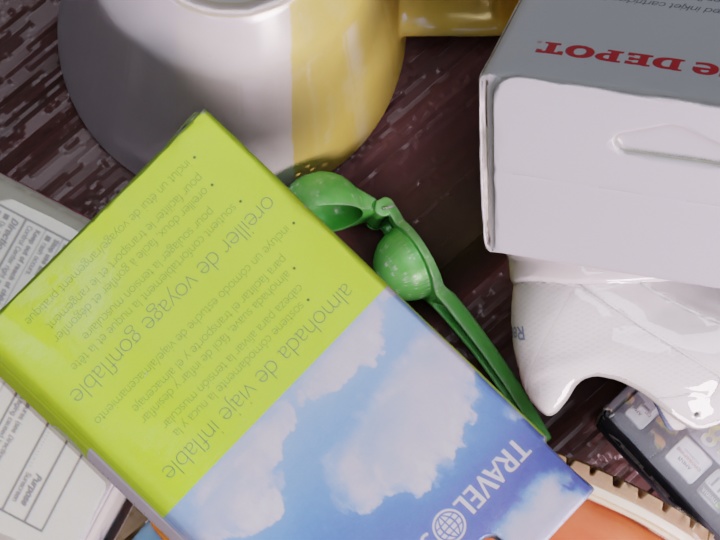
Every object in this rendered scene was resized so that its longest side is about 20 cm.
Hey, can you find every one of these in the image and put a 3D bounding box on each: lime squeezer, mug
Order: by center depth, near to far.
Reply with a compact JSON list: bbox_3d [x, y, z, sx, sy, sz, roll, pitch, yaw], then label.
[{"bbox_3d":[-0.037,-0.127,1.015,0.186,0.153,0.150,-32,81,-9],"label":"mug"},{"bbox_3d":[0.000,0.000,1.040,0.199,0.038,0.071,26,52,-4],"label":"lime squeezer"}]

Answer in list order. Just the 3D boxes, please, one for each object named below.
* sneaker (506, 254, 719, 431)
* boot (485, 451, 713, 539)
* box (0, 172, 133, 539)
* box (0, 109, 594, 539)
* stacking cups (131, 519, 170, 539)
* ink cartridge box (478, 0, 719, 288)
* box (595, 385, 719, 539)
[{"bbox_3d":[0.153,0.020,1.000,0.199,0.075,0.088,1,92,4],"label":"sneaker"},{"bbox_3d":[0.037,0.115,1.014,0.199,0.075,0.108,11,81,9],"label":"boot"},{"bbox_3d":[-0.169,0.026,1.000,0.199,0.109,0.128,28,79,3],"label":"box"},{"bbox_3d":[-0.028,0.054,0.923,0.200,0.048,0.122,44,79,4],"label":"box"},{"bbox_3d":[-0.073,0.126,0.972,0.060,0.061,0.200,41,96,6],"label":"stacking cups"},{"bbox_3d":[0.139,-0.082,0.978,0.145,0.083,0.200,10,37,16],"label":"ink cartridge box"},{"bbox_3d":[0.221,0.079,1.036,0.161,0.049,0.200,-41,81,-7],"label":"box"}]
